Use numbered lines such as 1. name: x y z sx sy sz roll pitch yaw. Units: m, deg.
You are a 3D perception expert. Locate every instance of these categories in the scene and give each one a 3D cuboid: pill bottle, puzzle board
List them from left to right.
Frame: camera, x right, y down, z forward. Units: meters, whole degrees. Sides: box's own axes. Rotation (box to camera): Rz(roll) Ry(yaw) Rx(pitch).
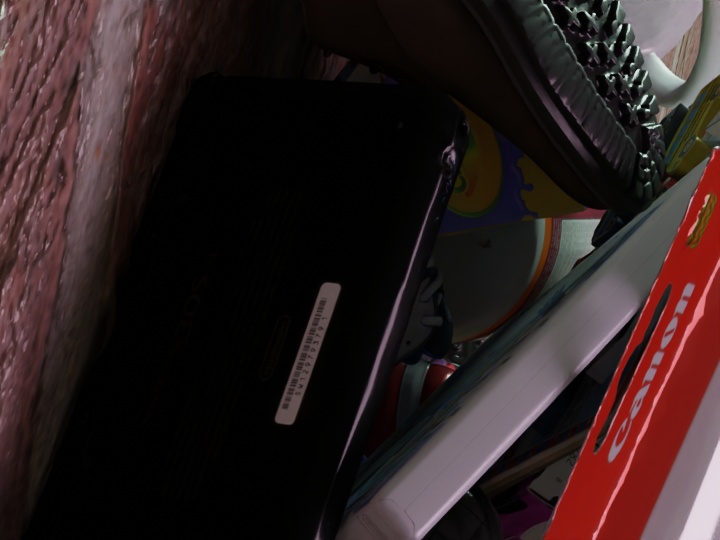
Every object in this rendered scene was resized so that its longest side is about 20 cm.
1. pill bottle: 0.056 -0.023 1.222 0.200 0.109 0.110 -5 110 -71
2. puzzle board: 0.110 -0.006 1.042 0.200 0.017 0.151 -60 -172 -24

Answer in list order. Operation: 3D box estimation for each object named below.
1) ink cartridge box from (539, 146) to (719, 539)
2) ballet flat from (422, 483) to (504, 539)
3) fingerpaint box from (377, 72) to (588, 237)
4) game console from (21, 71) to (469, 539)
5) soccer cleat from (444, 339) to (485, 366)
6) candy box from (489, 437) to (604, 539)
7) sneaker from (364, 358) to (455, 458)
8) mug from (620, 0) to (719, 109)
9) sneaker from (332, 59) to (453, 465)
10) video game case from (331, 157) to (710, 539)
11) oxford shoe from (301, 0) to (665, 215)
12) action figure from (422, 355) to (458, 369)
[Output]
1. ink cartridge box: 0.135 0.047 0.936 0.163 0.050 0.200 -66 161 4
2. ballet flat: -0.025 0.151 1.056 0.200 0.057 0.066 -41 138 19
3. fingerpaint box: 0.052 -0.124 1.016 0.167 0.073 0.201 -30 110 -73
4. game console: -0.036 0.044 0.925 0.116 0.176 0.201 36 67 -48
5. soccer cleat: 0.018 0.115 1.433 0.073 0.068 0.201 165 -61 -76
6. candy box: 0.124 0.034 1.105 0.200 0.061 0.136 -59 -176 -16
7. sneaker: -0.014 0.122 1.117 0.071 0.112 0.201 -49 153 -74
8. mug: 0.117 -0.159 1.194 0.200 0.147 0.176 56 -30 39
9. sneaker: 0.000 0.000 1.061 0.077 0.085 0.201 157 -47 -82
10. video game case: 0.034 0.056 0.939 0.200 0.022 0.182 -44 180 -34
11. oxford shoe: 0.029 -0.092 0.904 0.084 0.200 0.073 -27 -157 40
12. action figure: -0.011 0.105 1.261 0.200 0.104 0.194 -24 129 -36
